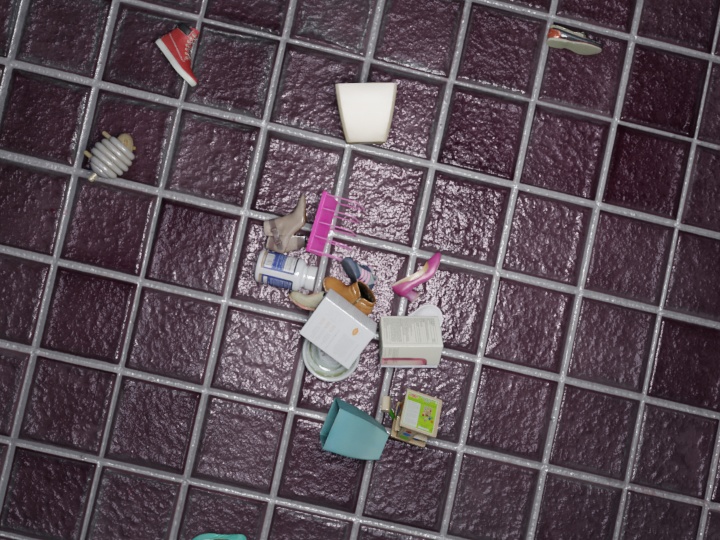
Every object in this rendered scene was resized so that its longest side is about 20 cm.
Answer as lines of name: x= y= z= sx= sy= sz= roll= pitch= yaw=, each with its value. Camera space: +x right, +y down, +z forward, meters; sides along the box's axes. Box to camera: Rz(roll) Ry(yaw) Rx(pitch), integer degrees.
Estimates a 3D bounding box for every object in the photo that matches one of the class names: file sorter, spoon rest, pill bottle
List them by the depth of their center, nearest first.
file sorter: x=-0.078 y=-0.138 z=1.708 sx=0.124 sy=0.139 sz=0.203 roll=16 pitch=88 yaw=14
pill bottle: x=-0.248 y=0.006 z=1.728 sx=0.197 sy=0.111 sz=0.113 roll=14 pitch=88 yaw=-1
spoon rest: x=0.187 y=0.174 z=1.764 sx=0.196 sy=0.061 sz=0.101 roll=-7 pitch=89 yaw=-1

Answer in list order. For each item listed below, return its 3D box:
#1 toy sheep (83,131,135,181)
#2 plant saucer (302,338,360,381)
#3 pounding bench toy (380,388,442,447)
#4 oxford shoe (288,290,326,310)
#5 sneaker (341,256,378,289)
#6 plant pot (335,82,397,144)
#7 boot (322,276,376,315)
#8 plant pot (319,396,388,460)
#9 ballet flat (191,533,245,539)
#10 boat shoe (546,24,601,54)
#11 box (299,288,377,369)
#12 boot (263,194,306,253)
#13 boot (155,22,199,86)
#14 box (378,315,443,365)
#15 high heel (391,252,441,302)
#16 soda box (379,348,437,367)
toy sheep: x=-0.837 y=-0.376 z=1.709 sx=0.137 sy=0.138 sz=0.201 roll=38 pitch=84 yaw=-1
plant saucer: x=-0.098 y=0.276 z=1.749 sx=0.196 sy=0.050 sz=0.204 roll=0 pitch=98 yaw=3
pounding bench toy: x=0.147 y=0.485 z=1.703 sx=0.197 sy=0.157 sz=0.126 roll=19 pitch=56 yaw=-1
oxford shoe: x=-0.148 y=0.098 z=1.734 sx=0.197 sy=0.071 sz=0.075 roll=18 pitch=112 yaw=8
sneaker: x=0.000 y=0.000 z=1.713 sx=0.070 sy=0.201 sz=0.082 roll=34 pitch=75 yaw=34
plant pot: x=0.017 y=-0.517 z=1.714 sx=0.196 sy=0.200 sz=0.180 roll=-2 pitch=100 yaw=-2
boot: x=-0.036 y=0.071 z=1.701 sx=0.076 sy=0.156 sz=0.200 roll=-39 pitch=82 yaw=-25
plant pot: x=-0.017 y=0.545 z=1.715 sx=0.198 sy=0.141 sz=0.143 roll=25 pitch=88 yaw=-9
ballet flat: x=-0.485 y=0.927 z=1.722 sx=0.196 sy=0.070 sz=0.069 roll=-3 pitch=89 yaw=-2
boat shoe: x=0.755 y=-0.812 z=1.800 sx=0.197 sy=0.071 sz=0.064 roll=14 pitch=86 yaw=3
box: x=-0.068 y=0.187 z=1.650 sx=0.199 sy=0.106 sz=0.153 roll=37 pitch=104 yaw=-4
boot: x=-0.258 y=-0.160 z=1.753 sx=0.143 sy=0.070 sz=0.204 roll=2 pitch=88 yaw=0
boot: x=-0.589 y=-0.746 z=1.753 sx=0.143 sy=0.072 sz=0.201 roll=-36 pitch=87 yaw=-4
box: x=0.162 y=0.231 z=1.683 sx=0.196 sy=0.110 sz=0.129 roll=1 pitch=45 yaw=-2
high heel: x=0.194 y=0.006 z=1.766 sx=0.095 sy=0.067 sz=0.201 roll=33 pitch=101 yaw=-11
soda box: x=0.164 y=0.295 z=1.760 sx=0.196 sy=0.064 sz=0.069 roll=1 pitch=89 yaw=-2
